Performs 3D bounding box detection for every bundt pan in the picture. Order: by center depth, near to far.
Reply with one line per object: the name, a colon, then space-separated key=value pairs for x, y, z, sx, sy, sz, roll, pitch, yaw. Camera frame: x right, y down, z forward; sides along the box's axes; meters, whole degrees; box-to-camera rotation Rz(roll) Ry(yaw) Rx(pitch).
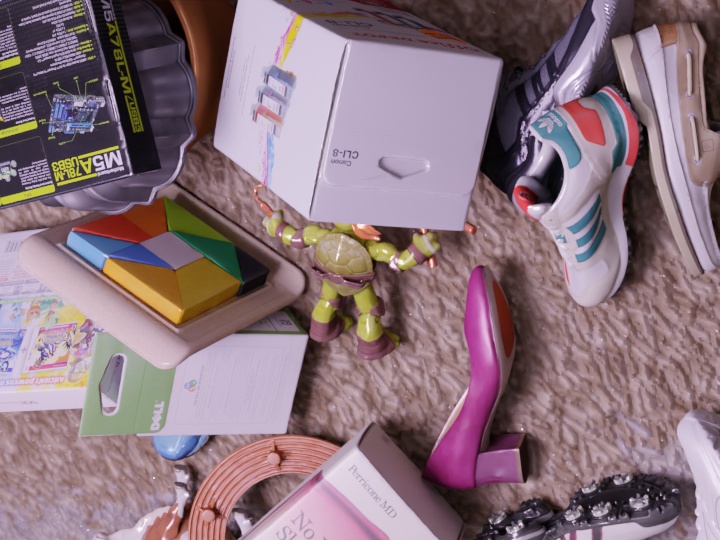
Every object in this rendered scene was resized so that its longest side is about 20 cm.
bundt pan: x=-0.238 y=-0.141 z=1.350 sx=0.202 sy=0.076 sz=0.202 roll=6 pitch=103 yaw=28

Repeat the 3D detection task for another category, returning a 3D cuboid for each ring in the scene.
ring: x=-0.061 y=0.250 z=1.484 sx=0.200 sy=0.019 sz=0.201 roll=1 pitch=97 yaw=6

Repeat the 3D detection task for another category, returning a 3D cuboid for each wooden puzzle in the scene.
wooden puzzle: x=-0.170 y=-0.006 z=1.429 sx=0.185 sy=0.200 sz=0.037 roll=34 pitch=126 yaw=19

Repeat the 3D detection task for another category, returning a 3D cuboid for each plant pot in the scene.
plant pot: x=-0.189 y=-0.185 z=1.437 sx=0.200 sy=0.140 sz=0.200 roll=6 pitch=103 yaw=29

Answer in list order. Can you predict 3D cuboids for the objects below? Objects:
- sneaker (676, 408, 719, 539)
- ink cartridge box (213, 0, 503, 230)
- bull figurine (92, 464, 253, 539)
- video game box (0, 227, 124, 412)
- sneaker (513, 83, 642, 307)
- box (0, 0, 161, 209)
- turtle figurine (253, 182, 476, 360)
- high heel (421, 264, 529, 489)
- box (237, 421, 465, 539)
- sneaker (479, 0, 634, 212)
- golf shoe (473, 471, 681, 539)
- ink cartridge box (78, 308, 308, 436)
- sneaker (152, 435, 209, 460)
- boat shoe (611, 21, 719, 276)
sneaker: x=0.292 y=0.209 z=1.290 sx=0.099 sy=0.078 sz=0.200 roll=-30 pitch=84 yaw=34
ink cartridge box: x=-0.006 y=-0.132 z=1.294 sx=0.200 sy=0.145 sz=0.145 roll=39 pitch=121 yaw=54
bull figurine: x=-0.157 y=0.263 z=1.550 sx=0.200 sy=0.065 sz=0.122 roll=18 pitch=106 yaw=15
video game box: x=-0.292 y=0.044 z=1.536 sx=0.200 sy=0.047 sz=0.182 roll=-5 pitch=55 yaw=31
sneaker: x=0.159 y=-0.049 z=1.265 sx=0.070 sy=0.093 sz=0.200 roll=-125 pitch=26 yaw=-44
box: x=-0.270 y=-0.151 z=1.295 sx=0.200 sy=0.048 sz=0.193 roll=-12 pitch=97 yaw=29
turtle figurine: x=0.000 y=0.000 z=1.388 sx=0.200 sy=0.064 sz=0.161 roll=9 pitch=128 yaw=15
high heel: x=0.084 y=0.094 z=1.381 sx=0.096 sy=0.067 sz=0.200 roll=-3 pitch=102 yaw=19
box: x=-0.026 y=0.250 z=1.414 sx=0.200 sy=0.109 sz=0.128 roll=-43 pitch=88 yaw=11
sneaker: x=0.136 y=-0.154 z=1.300 sx=0.114 sy=0.075 sz=0.200 roll=30 pitch=113 yaw=21
golf shoe: x=0.191 y=0.228 z=1.358 sx=0.200 sy=0.077 sz=0.088 roll=-23 pitch=99 yaw=38
ink cartridge box: x=-0.154 y=0.088 z=1.439 sx=0.059 sy=0.200 sz=0.104 roll=47 pitch=129 yaw=53
sneaker: x=-0.180 y=0.084 z=1.515 sx=0.078 sy=0.090 sz=0.200 roll=11 pitch=106 yaw=27
boat shoe: x=0.254 y=-0.093 z=1.246 sx=0.068 sy=0.075 sz=0.200 roll=-18 pitch=107 yaw=8
